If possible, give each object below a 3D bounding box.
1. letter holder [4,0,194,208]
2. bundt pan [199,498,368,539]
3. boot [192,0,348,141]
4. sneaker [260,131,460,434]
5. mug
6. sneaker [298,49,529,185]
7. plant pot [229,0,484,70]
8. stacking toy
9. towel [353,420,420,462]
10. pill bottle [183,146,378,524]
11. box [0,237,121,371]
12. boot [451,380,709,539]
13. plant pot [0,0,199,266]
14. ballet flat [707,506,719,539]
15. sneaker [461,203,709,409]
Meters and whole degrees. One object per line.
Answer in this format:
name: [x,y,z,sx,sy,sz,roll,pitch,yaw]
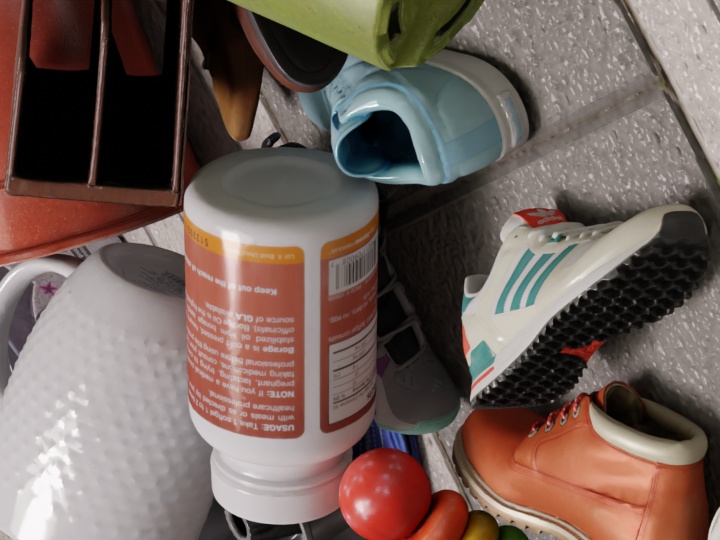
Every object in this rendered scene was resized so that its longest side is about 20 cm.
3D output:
letter holder: [-0.151,-0.141,1.518,0.200,0.100,0.143,-104,20,-67]
bundt pan: [-0.052,0.155,1.746,0.202,0.075,0.203,42,145,40]
boot: [-0.067,-0.138,1.527,0.189,0.068,0.200,63,156,25]
sneaker: [0.000,0.000,1.565,0.200,0.078,0.140,40,134,5]
mug: [-0.166,0.068,1.644,0.200,0.147,0.176,31,111,32]
sneaker: [0.005,-0.089,1.461,0.200,0.082,0.074,11,124,58]
plant pot: [-0.024,-0.199,1.328,0.190,0.200,0.201,35,145,20]
stacking toy: [0.071,0.175,1.508,0.200,0.086,0.085,38,156,-13]
towel: [-0.030,0.071,1.737,0.200,0.024,0.146,27,136,48]
pill bottle: [-0.046,0.039,1.502,0.112,0.112,0.201,31,129,45]
box: [-0.218,0.052,1.927,0.200,0.132,0.115,52,148,18]
boot: [0.125,0.100,1.458,0.200,0.075,0.108,28,125,48]
plant pot: [-0.217,-0.120,1.717,0.200,0.200,0.197,1,108,60]
ballet flat: [0.207,0.120,1.324,0.069,0.069,0.201,45,137,29]
sneaker: [0.108,-0.003,1.377,0.200,0.070,0.094,-47,50,51]
